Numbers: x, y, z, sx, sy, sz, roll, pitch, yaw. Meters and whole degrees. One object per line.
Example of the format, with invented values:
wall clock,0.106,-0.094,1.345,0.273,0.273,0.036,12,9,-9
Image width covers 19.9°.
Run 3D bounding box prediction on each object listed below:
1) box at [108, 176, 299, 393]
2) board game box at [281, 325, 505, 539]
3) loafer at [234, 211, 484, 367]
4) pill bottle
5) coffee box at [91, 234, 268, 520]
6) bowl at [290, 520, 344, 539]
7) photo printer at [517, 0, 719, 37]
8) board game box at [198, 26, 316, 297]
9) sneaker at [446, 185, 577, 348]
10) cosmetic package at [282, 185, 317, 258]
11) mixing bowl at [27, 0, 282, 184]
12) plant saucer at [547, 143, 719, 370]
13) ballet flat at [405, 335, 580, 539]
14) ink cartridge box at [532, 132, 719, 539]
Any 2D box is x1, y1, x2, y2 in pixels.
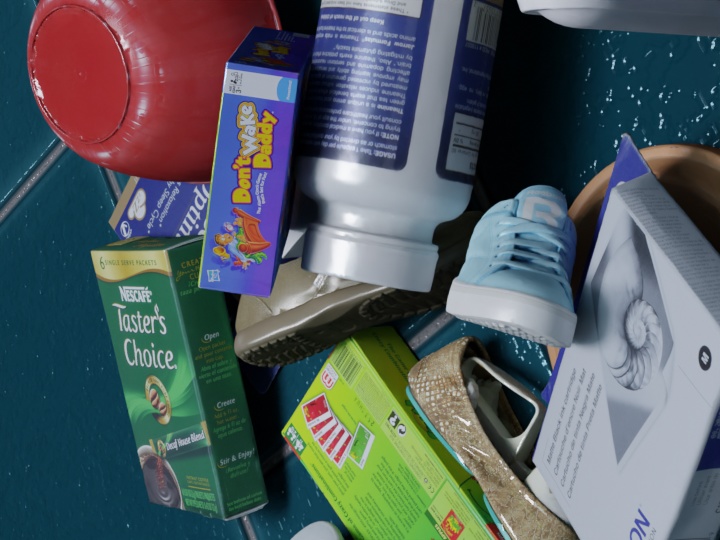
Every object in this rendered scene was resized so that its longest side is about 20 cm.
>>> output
box,-0.108,-0.018,1.513,0.200,0.032,0.122,50,126,31
board game box,0.035,0.144,1.360,0.201,0.047,0.102,53,128,31
loafer,0.000,0.000,1.334,0.198,0.076,0.068,-22,70,16
pill bottle,0.020,-0.093,1.243,0.110,0.110,0.202,11,92,45
coffee box,-0.133,0.075,1.494,0.123,0.044,0.202,3,107,56
bowl,-0.029,0.277,1.377,0.202,0.090,0.202,-56,16,25
photo printer,0.152,-0.212,1.107,0.069,0.199,0.168,3,96,45
board game box,-0.062,-0.073,1.286,0.200,0.044,0.136,-83,2,-78
sneaker,0.091,-0.009,1.181,0.200,0.073,0.083,-110,34,-81
cosmetic package,-0.001,-0.100,1.380,0.200,0.050,0.083,-46,61,37
mixing bowl,-0.160,-0.147,1.431,0.199,0.108,0.202,13,112,35
plant saucer,0.183,0.026,1.210,0.199,0.032,0.203,3,94,45
ballet flat,0.100,0.119,1.280,0.065,0.070,0.200,-48,62,20
ink cartridge box,0.149,0.058,1.136,0.201,0.040,0.201,-119,34,-49
